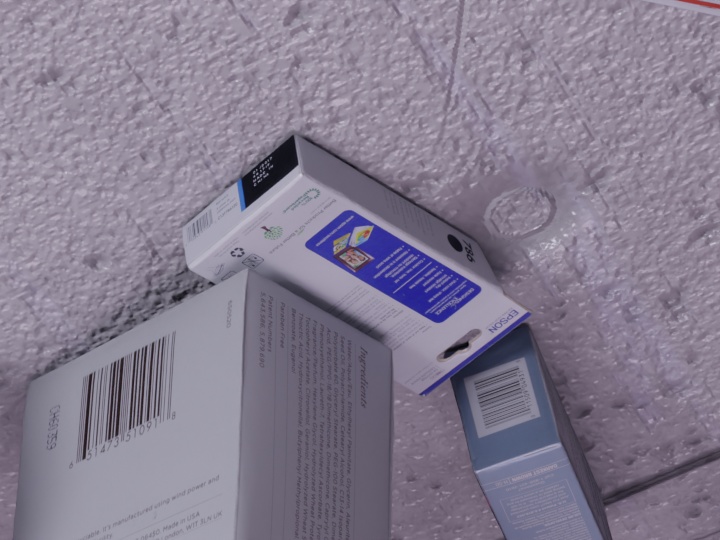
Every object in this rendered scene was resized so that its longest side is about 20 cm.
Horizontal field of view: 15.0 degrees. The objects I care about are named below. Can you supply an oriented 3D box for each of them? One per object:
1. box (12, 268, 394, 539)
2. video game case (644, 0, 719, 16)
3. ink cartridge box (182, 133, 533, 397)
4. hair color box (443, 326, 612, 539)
[{"bbox_3d":[-0.093,0.139,1.600,0.199,0.201,0.131,-27,138,36],"label":"box"},{"bbox_3d":[0.155,-0.204,1.449,0.199,0.017,0.143,9,134,-22],"label":"video game case"},{"bbox_3d":[0.000,0.000,1.617,0.099,0.039,0.200,-38,131,25],"label":"ink cartridge box"},{"bbox_3d":[0.116,0.138,1.748,0.060,0.099,0.200,-19,137,7],"label":"hair color box"}]
